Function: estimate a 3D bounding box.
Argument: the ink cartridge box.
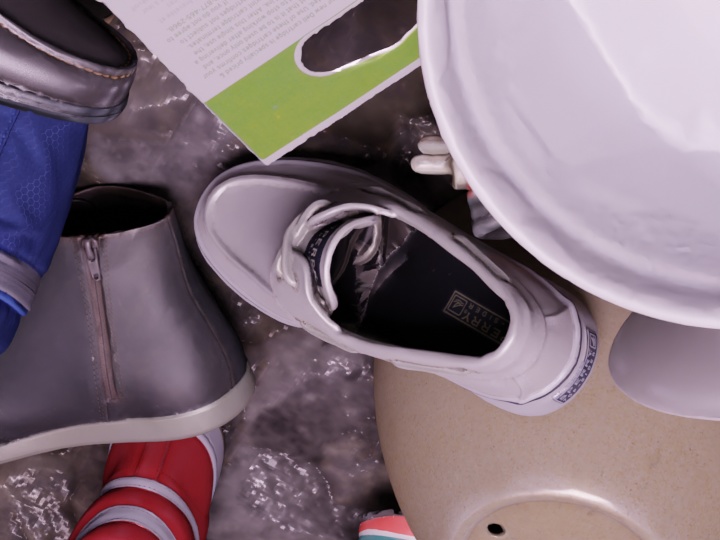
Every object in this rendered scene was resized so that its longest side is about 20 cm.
[{"bbox_3d":[-0.041,-0.153,0.932,0.147,0.076,0.200,-33,128,15],"label":"ink cartridge box"}]

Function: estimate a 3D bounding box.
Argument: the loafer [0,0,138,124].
[{"bbox_3d":[-0.159,-0.126,0.925,0.200,0.073,0.072,33,112,-8],"label":"loafer"}]

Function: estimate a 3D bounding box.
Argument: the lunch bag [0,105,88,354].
[{"bbox_3d":[-0.215,-0.041,1.027,0.199,0.133,0.136,21,173,-1],"label":"lunch bag"}]

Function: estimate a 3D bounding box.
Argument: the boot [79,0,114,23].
[{"bbox_3d":[-0.148,-0.182,0.965,0.200,0.078,0.138,34,125,-16],"label":"boot"}]

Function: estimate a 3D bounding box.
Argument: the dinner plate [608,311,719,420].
[{"bbox_3d":[0.181,0.000,0.917,0.199,0.200,0.024,-10,110,23],"label":"dinner plate"}]

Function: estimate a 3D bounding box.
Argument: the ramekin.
[{"bbox_3d":[0.128,-0.092,0.869,0.199,0.105,0.201,10,118,19],"label":"ramekin"}]

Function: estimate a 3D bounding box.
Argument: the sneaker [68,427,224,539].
[{"bbox_3d":[-0.105,0.162,1.218,0.071,0.113,0.201,9,132,7],"label":"sneaker"}]

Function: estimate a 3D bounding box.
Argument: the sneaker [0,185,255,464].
[{"bbox_3d":[-0.151,0.022,1.149,0.199,0.075,0.107,-9,117,18],"label":"sneaker"}]

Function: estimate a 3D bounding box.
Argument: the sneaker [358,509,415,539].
[{"bbox_3d":[0.080,0.181,1.183,0.199,0.094,0.070,20,165,1],"label":"sneaker"}]

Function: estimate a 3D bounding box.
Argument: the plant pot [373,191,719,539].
[{"bbox_3d":[0.092,0.077,1.076,0.199,0.135,0.201,8,131,9],"label":"plant pot"}]

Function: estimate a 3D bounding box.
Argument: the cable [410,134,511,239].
[{"bbox_3d":[0.117,-0.046,1.000,0.199,0.097,0.051,-9,93,16],"label":"cable"}]

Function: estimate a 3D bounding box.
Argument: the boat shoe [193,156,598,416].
[{"bbox_3d":[0.000,0.000,1.026,0.200,0.072,0.066,31,-178,37],"label":"boat shoe"}]
